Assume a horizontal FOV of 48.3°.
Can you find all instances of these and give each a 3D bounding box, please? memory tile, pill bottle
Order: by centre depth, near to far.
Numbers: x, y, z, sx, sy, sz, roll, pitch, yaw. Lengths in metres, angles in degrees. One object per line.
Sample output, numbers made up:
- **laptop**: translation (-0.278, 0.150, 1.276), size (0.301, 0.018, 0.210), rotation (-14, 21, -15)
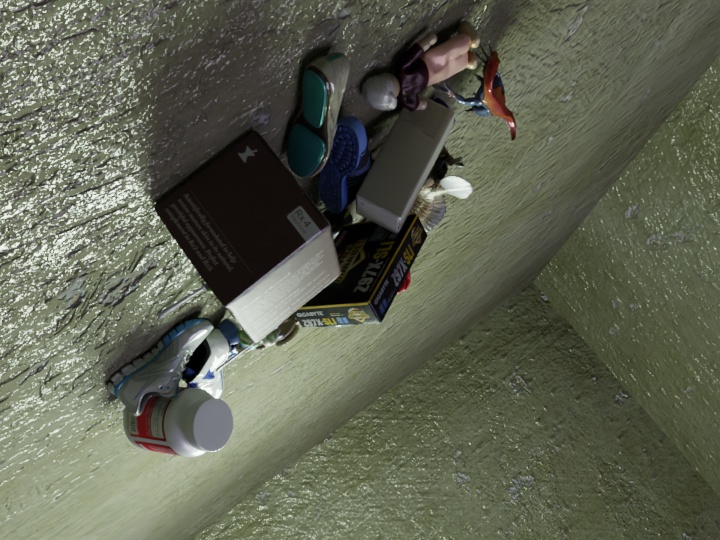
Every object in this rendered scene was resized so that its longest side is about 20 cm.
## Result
- **pill bottle**: translation (-0.309, 0.256, 1.368), size (0.197, 0.115, 0.111), rotation (-4, -167, 42)
- **memory tile**: translation (-0.129, 0.069, 1.409), size (0.151, 0.017, 0.201), rotation (-20, -154, 40)

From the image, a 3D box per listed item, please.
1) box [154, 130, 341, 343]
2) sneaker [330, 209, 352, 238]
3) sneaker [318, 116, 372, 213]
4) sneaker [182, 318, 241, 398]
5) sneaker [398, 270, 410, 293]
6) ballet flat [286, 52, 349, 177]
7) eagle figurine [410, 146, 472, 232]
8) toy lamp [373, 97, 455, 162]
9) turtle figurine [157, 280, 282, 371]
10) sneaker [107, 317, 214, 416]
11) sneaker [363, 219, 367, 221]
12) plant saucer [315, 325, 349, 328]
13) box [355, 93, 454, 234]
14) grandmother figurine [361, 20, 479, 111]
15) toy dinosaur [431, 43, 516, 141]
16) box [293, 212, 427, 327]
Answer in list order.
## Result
- **box**: translation (-0.139, -0.037, 1.060), size (0.163, 0.167, 0.201), rotation (-37, 164, -8)
- **sneaker**: translation (-0.027, -0.043, 1.466), size (0.073, 0.081, 0.201), rotation (-37, 164, -11)
- **sneaker**: translation (-0.016, -0.170, 1.200), size (0.078, 0.070, 0.201), rotation (-47, 169, -29)
- **sneaker**: translation (-0.295, 0.175, 1.438), size (0.114, 0.081, 0.202), rotation (-17, 145, -48)
- **sneaker**: translation (0.020, 0.018, 1.411), size (0.077, 0.117, 0.202), rotation (-1, 135, -31)
- **ballet flat**: translation (-0.049, -0.197, 1.041), size (0.062, 0.067, 0.201), rotation (-42, 167, -32)
- **eagle figurine**: translation (0.089, -0.138, 1.417), size (0.200, 0.152, 0.151), rotation (-46, -175, 0)
- **toy lamp**: translation (0.067, -0.200, 1.323), size (0.199, 0.058, 0.058), rotation (-40, 164, -6)
- **turtle figurine**: translation (-0.173, 0.042, 1.214), size (0.196, 0.144, 0.197), rotation (12, 111, -34)
- **sneaker**: translation (-0.313, 0.162, 1.325), size (0.199, 0.087, 0.075), rotation (-40, 163, -9)
- **sneaker**: translation (0.072, -0.091, 1.569), size (0.200, 0.085, 0.077), rotation (-43, 165, 6)
- **plant saucer**: translation (-0.002, 0.032, 1.309), size (0.196, 0.051, 0.202), rotation (-25, -150, 15)
- **box**: translation (0.069, -0.167, 1.238), size (0.203, 0.081, 0.069), rotation (-61, 172, -17)
- **grandmother figurine**: translation (0.084, -0.282, 1.152), size (0.198, 0.060, 0.123), rotation (-30, 134, -27)
- **toy dinosaur**: translation (0.216, -0.291, 1.283), size (0.106, 0.197, 0.182), rotation (-58, -167, 10)
- **box**: translation (0.000, 0.000, 1.256), size (0.157, 0.050, 0.202), rotation (-5, -140, 38)
